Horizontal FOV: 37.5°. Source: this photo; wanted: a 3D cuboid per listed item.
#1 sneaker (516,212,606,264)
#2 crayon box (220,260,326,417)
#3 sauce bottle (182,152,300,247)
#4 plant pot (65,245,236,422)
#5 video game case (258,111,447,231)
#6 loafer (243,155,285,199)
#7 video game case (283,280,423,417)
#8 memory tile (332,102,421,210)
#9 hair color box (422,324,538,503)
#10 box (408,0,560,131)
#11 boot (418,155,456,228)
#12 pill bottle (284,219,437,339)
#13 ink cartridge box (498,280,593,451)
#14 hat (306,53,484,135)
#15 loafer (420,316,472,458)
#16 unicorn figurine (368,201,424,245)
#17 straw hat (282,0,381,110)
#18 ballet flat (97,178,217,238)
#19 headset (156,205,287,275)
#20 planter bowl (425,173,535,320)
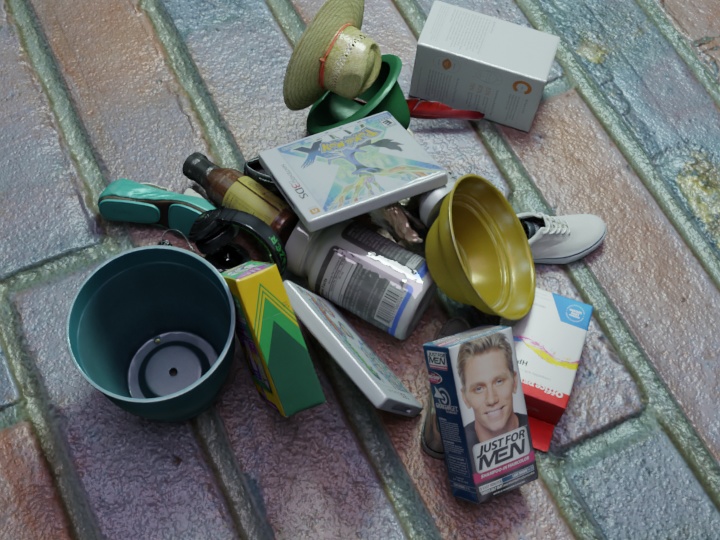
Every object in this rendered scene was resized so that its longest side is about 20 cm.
[{"bbox_3d":[0.263,-0.050,1.515,0.200,0.071,0.073,-12,63,-10],"label":"sneaker"},{"bbox_3d":[-0.115,0.078,1.310,0.058,0.200,0.173,-20,97,-13],"label":"crayon box"},{"bbox_3d":[-0.168,-0.103,1.490,0.200,0.066,0.066,37,65,26],"label":"sauce bottle"},{"bbox_3d":[-0.245,0.100,1.325,0.200,0.188,0.200,0,64,1],"label":"plant pot"},{"bbox_3d":[-0.013,-0.137,1.413,0.200,0.022,0.182,-20,42,-16],"label":"video game case"},{"bbox_3d":[-0.069,-0.142,1.524,0.200,0.070,0.068,-5,62,1],"label":"loafer"},{"bbox_3d":[-0.010,0.103,1.355,0.024,0.182,0.200,-44,70,5],"label":"video game case"},{"bbox_3d":[0.012,-0.175,1.597,0.153,0.017,0.200,-3,61,-6],"label":"memory tile"},{"bbox_3d":[0.151,0.177,1.322,0.100,0.060,0.200,-16,98,-28],"label":"hair color box"},{"bbox_3d":[0.187,-0.312,1.623,0.200,0.124,0.098,19,61,5],"label":"box"},{"bbox_3d":[0.093,-0.116,1.478,0.096,0.200,0.074,44,100,9],"label":"boot"},{"bbox_3d":[0.000,0.000,1.445,0.200,0.114,0.114,29,63,11],"label":"pill bottle"},{"bbox_3d":[0.229,0.127,1.419,0.116,0.067,0.200,18,62,6],"label":"ink cartridge box"},{"bbox_3d":[0.047,-0.210,1.594,0.200,0.176,0.166,-20,37,34],"label":"hat"},{"bbox_3d":[0.123,0.146,1.402,0.072,0.063,0.200,11,61,3],"label":"loafer"},{"bbox_3d":[0.005,-0.103,1.464,0.200,0.137,0.074,17,76,50],"label":"unicorn figurine"},{"bbox_3d":[-0.018,-0.297,1.508,0.085,0.201,0.201,32,64,15],"label":"straw hat"},{"bbox_3d":[-0.270,-0.093,1.506,0.200,0.067,0.070,12,47,0],"label":"ballet flat"},{"bbox_3d":[-0.199,-0.021,1.442,0.200,0.124,0.094,6,41,28],"label":"headset"},{"bbox_3d":[0.143,-0.020,1.393,0.083,0.200,0.201,-22,55,34],"label":"planter bowl"}]
